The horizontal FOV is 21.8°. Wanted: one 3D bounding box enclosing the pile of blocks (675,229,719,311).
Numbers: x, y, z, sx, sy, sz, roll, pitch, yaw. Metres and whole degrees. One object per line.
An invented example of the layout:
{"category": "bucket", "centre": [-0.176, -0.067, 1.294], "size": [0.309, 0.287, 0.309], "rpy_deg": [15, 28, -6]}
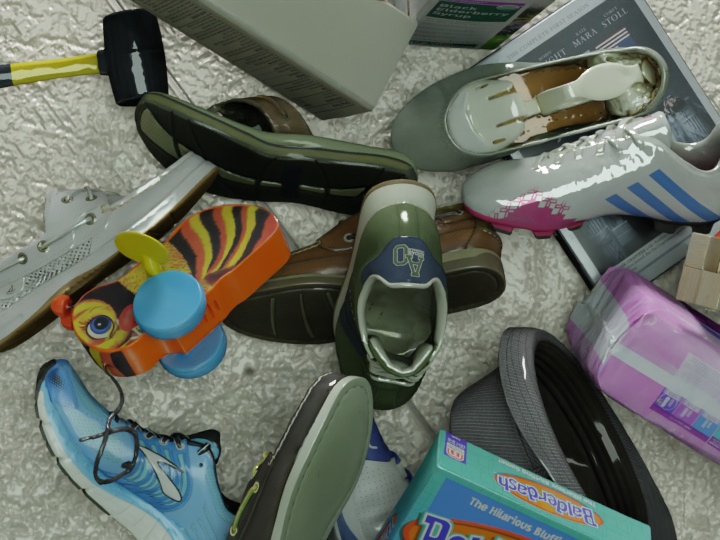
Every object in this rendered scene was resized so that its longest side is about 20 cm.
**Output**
{"category": "pile of blocks", "centre": [0.264, 0.000, 1.275], "size": [0.082, 0.200, 0.062], "rpy_deg": [14, 93, 12]}

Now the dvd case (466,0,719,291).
{"category": "dvd case", "centre": [0.182, -0.095, 1.350], "size": [0.150, 0.025, 0.200], "rpy_deg": [-34, 93, -9]}

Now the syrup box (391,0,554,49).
{"category": "syrup box", "centre": [0.075, -0.205, 1.251], "size": [0.079, 0.200, 0.082], "rpy_deg": [2, 87, -9]}

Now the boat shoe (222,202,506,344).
{"category": "boat shoe", "centre": [0.000, 0.000, 1.303], "size": [0.200, 0.072, 0.068], "rpy_deg": [-7, 55, 1]}

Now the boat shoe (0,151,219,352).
{"category": "boat shoe", "centre": [-0.189, -0.027, 1.262], "size": [0.200, 0.071, 0.069], "rpy_deg": [-36, 86, 0]}

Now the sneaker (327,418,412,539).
{"category": "sneaker", "centre": [0.035, 0.177, 1.294], "size": [0.115, 0.081, 0.200], "rpy_deg": [-14, 96, -13]}

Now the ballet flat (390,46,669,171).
{"category": "ballet flat", "centre": [0.119, -0.118, 1.297], "size": [0.200, 0.064, 0.068], "rpy_deg": [-15, 89, -9]}

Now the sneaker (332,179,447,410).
{"category": "sneaker", "centre": [0.019, 0.042, 1.229], "size": [0.067, 0.200, 0.090], "rpy_deg": [1, 45, -5]}

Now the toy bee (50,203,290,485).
{"category": "toy bee", "centre": [-0.144, 0.024, 1.214], "size": [0.109, 0.131, 0.200], "rpy_deg": [27, 46, 27]}

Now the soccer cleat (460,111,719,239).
{"category": "soccer cleat", "centre": [0.167, -0.073, 1.289], "size": [0.200, 0.070, 0.086], "rpy_deg": [-1, 124, -15]}

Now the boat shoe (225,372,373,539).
{"category": "boat shoe", "centre": [-0.051, 0.154, 1.216], "size": [0.061, 0.072, 0.202], "rpy_deg": [26, 102, 35]}

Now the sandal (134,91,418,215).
{"category": "sandal", "centre": [-0.058, -0.087, 1.298], "size": [0.201, 0.080, 0.057], "rpy_deg": [13, 59, -10]}

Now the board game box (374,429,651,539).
{"category": "board game box", "centre": [0.072, 0.216, 1.199], "size": [0.152, 0.045, 0.200], "rpy_deg": [25, 117, -7]}

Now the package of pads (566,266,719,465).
{"category": "package of pads", "centre": [0.243, 0.082, 1.291], "size": [0.200, 0.121, 0.076], "rpy_deg": [31, 104, -12]}

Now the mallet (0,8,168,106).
{"category": "mallet", "centre": [-0.232, -0.145, 1.287], "size": [0.200, 0.041, 0.066], "rpy_deg": [-1, 85, -4]}

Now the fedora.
{"category": "fedora", "centre": [0.127, 0.140, 1.280], "size": [0.090, 0.177, 0.200], "rpy_deg": [-30, 105, 21]}

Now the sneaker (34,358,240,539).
{"category": "sneaker", "centre": [-0.138, 0.127, 1.262], "size": [0.090, 0.078, 0.200], "rpy_deg": [-43, 103, 2]}

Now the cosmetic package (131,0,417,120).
{"category": "cosmetic package", "centre": [-0.074, -0.183, 1.257], "size": [0.200, 0.104, 0.073], "rpy_deg": [30, 80, -20]}
